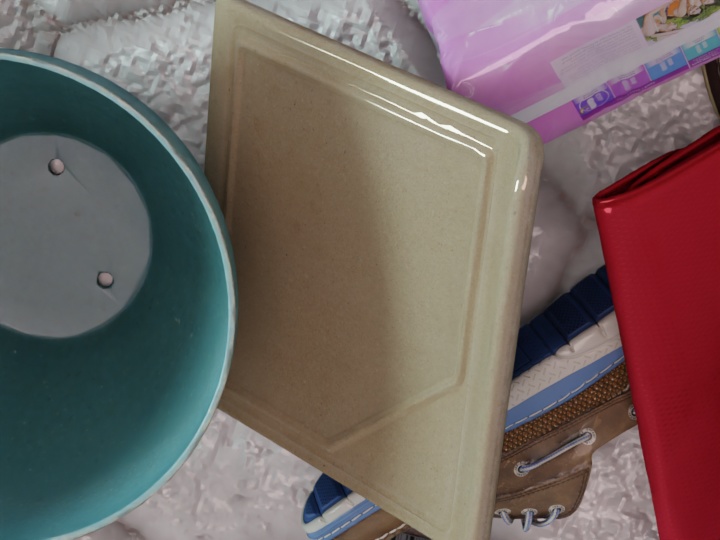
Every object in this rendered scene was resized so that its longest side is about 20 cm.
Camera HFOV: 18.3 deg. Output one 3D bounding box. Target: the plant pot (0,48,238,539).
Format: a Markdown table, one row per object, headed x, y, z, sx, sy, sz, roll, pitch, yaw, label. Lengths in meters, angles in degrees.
| x | y | z | sx | sy | sz | roll | pitch | yaw | label |
| --- | --- | --- | --- | --- | --- | --- | --- | --- | --- |
| -0.144 | -0.001 | 0.932 | 0.199 | 0.135 | 0.201 | 1 | 104 | 3 | plant pot |

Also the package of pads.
| x | y | z | sx | sy | sz | roll | pitch | yaw | label |
| --- | --- | --- | --- | --- | --- | --- | --- | --- | --- |
| 0.110 | -0.138 | 0.890 | 0.200 | 0.076 | 0.121 | -27 | 57 | 9 | package of pads |

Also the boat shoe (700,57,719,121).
| x | y | z | sx | sy | sz | roll | pitch | yaw | label |
| --- | --- | --- | --- | --- | --- | --- | --- | --- | --- |
| 0.193 | -0.042 | 0.930 | 0.072 | 0.072 | 0.201 | -17 | 102 | 8 | boat shoe |

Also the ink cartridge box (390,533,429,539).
| x | y | z | sx | sy | sz | roll | pitch | yaw | label |
| --- | --- | --- | --- | --- | --- | --- | --- | --- | --- |
| 0.060 | 0.231 | 1.019 | 0.198 | 0.043 | 0.201 | 14 | 102 | 1 | ink cartridge box |

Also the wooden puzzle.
| x | y | z | sx | sy | sz | roll | pitch | yaw | label |
| --- | --- | --- | --- | --- | --- | --- | --- | --- | --- |
| 0.000 | 0.000 | 0.903 | 0.037 | 0.200 | 0.186 | -15 | 122 | -38 | wooden puzzle |

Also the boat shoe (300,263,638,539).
| x | y | z | sx | sy | sz | roll | pitch | yaw | label |
| --- | --- | --- | --- | --- | --- | --- | --- | --- | --- |
| 0.069 | 0.073 | 0.963 | 0.200 | 0.072 | 0.072 | -33 | 106 | 6 | boat shoe |

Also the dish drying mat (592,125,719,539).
| x | y | z | sx | sy | sz | roll | pitch | yaw | label |
| --- | --- | --- | --- | --- | --- | --- | --- | --- | --- |
| 0.143 | 0.041 | 0.940 | 0.077 | 0.018 | 0.200 | -30 | 123 | -26 | dish drying mat |
